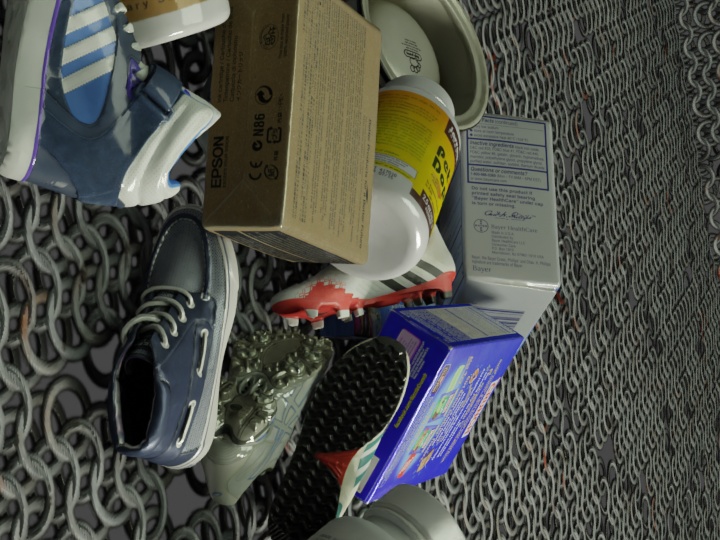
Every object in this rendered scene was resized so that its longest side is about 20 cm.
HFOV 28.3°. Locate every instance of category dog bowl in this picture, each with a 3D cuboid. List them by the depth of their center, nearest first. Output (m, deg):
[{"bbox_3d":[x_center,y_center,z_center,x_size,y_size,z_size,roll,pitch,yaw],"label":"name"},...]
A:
[{"bbox_3d":[0.041,-0.220,1.454,0.199,0.073,0.202,29,49,-39],"label":"dog bowl"}]

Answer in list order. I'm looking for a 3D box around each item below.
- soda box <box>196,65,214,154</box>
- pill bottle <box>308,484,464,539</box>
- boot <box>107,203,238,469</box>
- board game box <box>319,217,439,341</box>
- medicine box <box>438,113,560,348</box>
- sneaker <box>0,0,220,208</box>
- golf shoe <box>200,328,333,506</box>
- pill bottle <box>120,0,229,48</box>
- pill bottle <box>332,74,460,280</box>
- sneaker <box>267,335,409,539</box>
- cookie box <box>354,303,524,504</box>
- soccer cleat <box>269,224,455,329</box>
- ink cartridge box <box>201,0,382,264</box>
[{"bbox_3d":[-0.081,-0.175,1.243,0.064,0.068,0.201,61,33,-39],"label":"soda box"},{"bbox_3d":[-0.011,0.263,1.132,0.199,0.114,0.115,-35,119,-32],"label":"pill bottle"},{"bbox_3d":[-0.139,0.042,1.052,0.090,0.072,0.202,35,53,-69],"label":"boot"},{"bbox_3d":[0.024,-0.028,1.445,0.200,0.043,0.201,11,78,-63],"label":"board game box"},{"bbox_3d":[0.138,-0.035,1.535,0.183,0.102,0.202,110,-16,-62],"label":"medicine box"},{"bbox_3d":[-0.162,-0.143,0.964,0.145,0.080,0.202,11,83,-26],"label":"sneaker"},{"bbox_3d":[-0.084,0.117,1.191,0.200,0.078,0.098,-44,146,-58],"label":"golf shoe"},{"bbox_3d":[-0.170,-0.263,1.014,0.114,0.113,0.202,-44,123,-60],"label":"pill bottle"},{"bbox_3d":[0.028,-0.091,1.288,0.201,0.108,0.110,-68,143,-48],"label":"pill bottle"},{"bbox_3d":[-0.020,0.145,1.237,0.093,0.070,0.201,-34,150,-88],"label":"sneaker"},{"bbox_3d":[0.057,0.122,1.370,0.172,0.075,0.200,-62,158,13],"label":"cookie box"},{"bbox_3d":[0.000,0.000,1.315,0.198,0.068,0.086,-10,81,-31],"label":"soccer cleat"},{"bbox_3d":[-0.050,-0.115,1.122,0.165,0.074,0.202,25,67,-65],"label":"ink cartridge box"}]
